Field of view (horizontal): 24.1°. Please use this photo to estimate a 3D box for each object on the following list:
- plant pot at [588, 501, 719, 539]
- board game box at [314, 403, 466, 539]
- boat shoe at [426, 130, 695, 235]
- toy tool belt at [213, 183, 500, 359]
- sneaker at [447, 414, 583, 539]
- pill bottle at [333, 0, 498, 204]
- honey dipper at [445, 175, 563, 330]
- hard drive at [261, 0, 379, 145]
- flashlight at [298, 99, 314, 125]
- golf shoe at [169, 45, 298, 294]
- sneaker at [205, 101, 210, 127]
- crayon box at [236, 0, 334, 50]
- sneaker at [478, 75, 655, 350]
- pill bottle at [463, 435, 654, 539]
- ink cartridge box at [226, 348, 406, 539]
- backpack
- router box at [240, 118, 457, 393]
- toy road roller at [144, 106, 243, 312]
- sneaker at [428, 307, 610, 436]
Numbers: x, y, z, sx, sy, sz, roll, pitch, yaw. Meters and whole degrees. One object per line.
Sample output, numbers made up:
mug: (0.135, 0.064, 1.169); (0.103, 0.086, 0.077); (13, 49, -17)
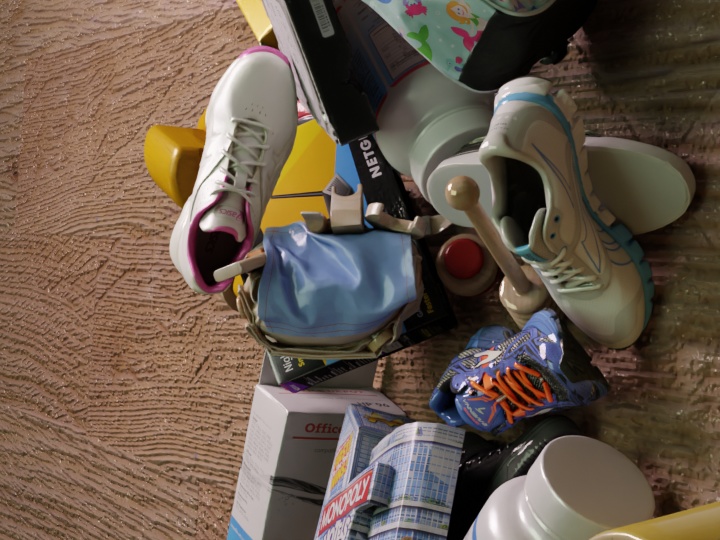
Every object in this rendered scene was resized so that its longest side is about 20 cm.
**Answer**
plant pot: (0.211, 0.201, 0.887); (0.201, 0.188, 0.201); (-11, 77, 60)
board game box: (0.013, 0.183, 1.246); (0.200, 0.062, 0.200); (127, 156, -63)
boat shoe: (0.141, -0.071, 1.155); (0.200, 0.064, 0.071); (3, 127, 36)
toy tool belt: (0.000, 0.000, 1.264); (0.123, 0.199, 0.125); (48, -146, -71)
sneaker: (0.092, 0.152, 1.249); (0.104, 0.060, 0.200); (62, 141, 40)
pill bottle: (0.051, -0.142, 1.311); (0.109, 0.109, 0.200); (-63, 36, 35)
honey dipper: (0.095, -0.009, 1.146); (0.038, 0.200, 0.038); (-10, 62, 19)
hard drive: (-0.041, -0.181, 1.292); (0.200, 0.038, 0.140); (-121, 10, -71)
flashlight: (-0.019, -0.091, 1.483); (0.068, 0.068, 0.200); (85, 166, -49)
golf shoe: (-0.092, -0.071, 1.299); (0.092, 0.075, 0.200); (-111, 36, -70)
sneaker: (-0.080, -0.064, 1.482); (0.200, 0.075, 0.090); (59, -173, -14)
crayon box: (-0.052, -0.224, 1.491); (0.052, 0.126, 0.200); (-43, 44, 16)
sneaker: (0.125, -0.020, 1.097); (0.075, 0.087, 0.200); (-12, 118, 37)
pill bottle: (0.118, 0.210, 1.138); (0.200, 0.112, 0.112); (-64, 35, 35)
ink cartridge box: (-0.035, 0.162, 1.423); (0.068, 0.116, 0.201); (35, 117, 58)
backpack: (0.065, -0.238, 1.165); (0.200, 0.177, 0.151); (35, 132, 15)
router box: (-0.025, -0.020, 1.371); (0.051, 0.149, 0.200); (46, -158, -69)
toy road roller: (-0.136, -0.067, 1.609); (0.123, 0.146, 0.200); (40, 121, 57)
sneaker: (0.108, 0.082, 1.172); (0.075, 0.078, 0.200); (50, 162, -3)
